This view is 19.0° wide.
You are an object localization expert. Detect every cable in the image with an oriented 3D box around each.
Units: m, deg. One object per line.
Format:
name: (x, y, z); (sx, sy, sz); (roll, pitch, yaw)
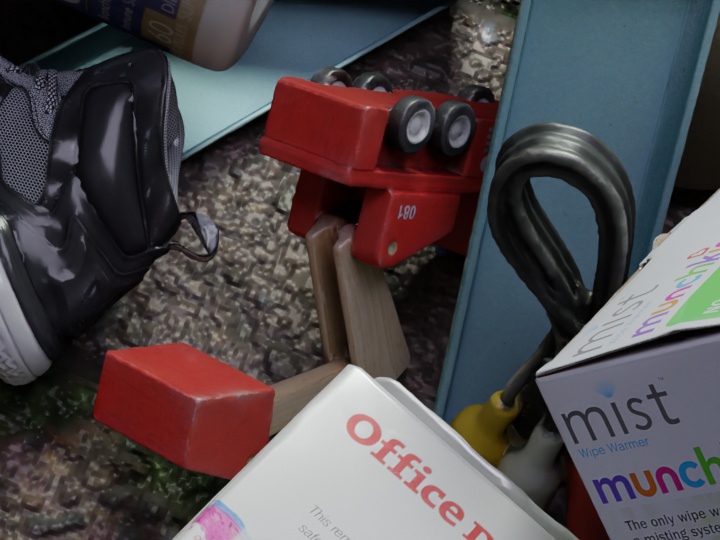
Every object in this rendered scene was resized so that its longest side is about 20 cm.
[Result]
cable: (0.074, 0.038, 0.727); (0.097, 0.201, 0.050); (19, 55, 11)

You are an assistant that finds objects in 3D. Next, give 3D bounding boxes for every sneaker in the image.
sneaker: (-0.130, -0.065, 0.793); (0.113, 0.076, 0.201); (-28, 76, -7)

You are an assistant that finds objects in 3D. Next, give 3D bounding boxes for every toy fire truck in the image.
toy fire truck: (0.000, 0.000, 0.793); (0.049, 0.142, 0.199); (23, 14, 37)

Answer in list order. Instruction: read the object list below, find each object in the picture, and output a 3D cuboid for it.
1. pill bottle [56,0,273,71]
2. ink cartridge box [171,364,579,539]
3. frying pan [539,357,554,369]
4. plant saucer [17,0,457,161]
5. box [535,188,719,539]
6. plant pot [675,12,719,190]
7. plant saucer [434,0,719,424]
pill bottle: (-0.116, -0.161, 0.780); (0.199, 0.111, 0.111); (24, 58, 0)
ink cartridge box: (-0.015, 0.142, 0.691); (0.128, 0.125, 0.200); (42, 58, 10)
frying pan: (0.098, 0.095, 0.710); (0.031, 0.115, 0.191); (-22, 104, 2)
plant saucer: (-0.054, -0.090, 0.876); (0.200, 0.019, 0.070); (-33, 74, -27)
box: (0.167, 0.054, 0.678); (0.200, 0.096, 0.177); (-38, 107, -47)
plant pot: (0.145, -0.132, 0.836); (0.186, 0.201, 0.188); (2, 48, -2)
plant saucer: (0.073, -0.018, 0.772); (0.069, 0.201, 0.019); (4, 29, -12)
